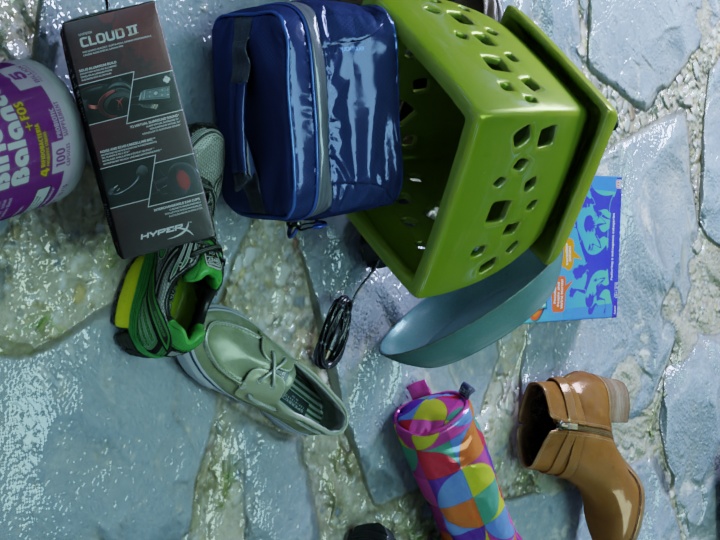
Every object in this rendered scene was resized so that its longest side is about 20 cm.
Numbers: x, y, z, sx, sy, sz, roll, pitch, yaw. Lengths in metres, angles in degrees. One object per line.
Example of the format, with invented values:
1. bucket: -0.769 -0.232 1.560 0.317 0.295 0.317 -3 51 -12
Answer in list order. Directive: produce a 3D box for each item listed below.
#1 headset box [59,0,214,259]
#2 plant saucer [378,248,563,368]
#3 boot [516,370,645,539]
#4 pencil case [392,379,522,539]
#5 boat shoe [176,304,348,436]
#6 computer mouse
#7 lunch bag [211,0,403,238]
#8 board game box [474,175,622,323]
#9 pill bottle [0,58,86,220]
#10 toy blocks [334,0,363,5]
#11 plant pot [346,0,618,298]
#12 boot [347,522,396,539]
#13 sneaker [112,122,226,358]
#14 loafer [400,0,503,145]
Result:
1. headset box: -0.174 -0.115 1.464 0.075 0.149 0.201 -15 94 -8
2. plant saucer: 0.110 0.036 1.779 0.200 0.200 0.036 -41 103 -38
3. boot: 0.230 0.206 2.017 0.155 0.076 0.201 3 88 -50
4. pencil case: 0.096 0.207 1.869 0.088 0.088 0.201 -41 122 -38
5. boat shoe: -0.082 0.086 1.673 0.200 0.062 0.072 36 67 -43
6. computer mouse: 0.000 0.000 1.787 0.201 0.034 0.059 -62 150 -17
7. lunch bag: -0.054 -0.128 1.627 0.132 0.136 0.201 -7 97 -31
8. board game box: 0.195 -0.024 1.984 0.200 0.045 0.153 -3 96 -47
9. pill bottle: -0.303 -0.079 1.377 0.200 0.112 0.113 -25 111 -45
10. toy blocks: 0.044 -0.288 1.725 0.200 0.136 0.100 -56 130 -28
11. plant pot: 0.099 -0.116 1.677 0.181 0.200 0.200 -6 132 -31
12. boot: 0.038 0.355 1.837 0.200 0.065 0.165 45 63 -45
13. sneaker: -0.138 -0.024 1.585 0.078 0.085 0.201 16 81 -47
14. loafer: 0.080 -0.192 1.819 0.071 0.073 0.201 26 74 -47
